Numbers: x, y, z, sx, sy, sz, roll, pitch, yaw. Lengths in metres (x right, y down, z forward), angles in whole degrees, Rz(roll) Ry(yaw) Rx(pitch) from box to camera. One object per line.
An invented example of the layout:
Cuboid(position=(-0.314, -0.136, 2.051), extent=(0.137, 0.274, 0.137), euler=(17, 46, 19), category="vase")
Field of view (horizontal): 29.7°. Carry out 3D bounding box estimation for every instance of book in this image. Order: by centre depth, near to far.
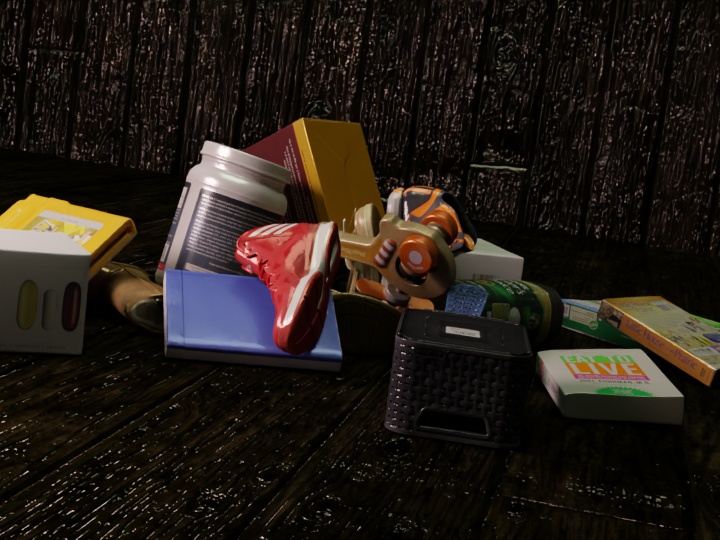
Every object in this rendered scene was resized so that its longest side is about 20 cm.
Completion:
Cuboid(position=(0.280, 0.133, 1.557), extent=(0.131, 0.049, 0.200), euler=(3, 10, -3), category="book")

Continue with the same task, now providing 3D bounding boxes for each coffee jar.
Cuboid(position=(0.179, 0.057, 1.832), extent=(0.198, 0.087, 0.104), euler=(2, 10, -40), category="coffee jar")

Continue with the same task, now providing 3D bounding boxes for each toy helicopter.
Cuboid(position=(0.026, -0.013, 1.678), extent=(0.197, 0.134, 0.079), euler=(14, 37, 24), category="toy helicopter")

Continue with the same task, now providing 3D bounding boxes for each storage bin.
Cuboid(position=(0.100, 0.105, 1.383), extent=(0.133, 0.095, 0.200), euler=(8, 7, 3), category="storage bin")

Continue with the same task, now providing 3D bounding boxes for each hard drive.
Cuboid(position=(-0.125, 0.056, 1.553), extent=(0.197, 0.026, 0.133), euler=(6, 38, -14), category="hard drive")

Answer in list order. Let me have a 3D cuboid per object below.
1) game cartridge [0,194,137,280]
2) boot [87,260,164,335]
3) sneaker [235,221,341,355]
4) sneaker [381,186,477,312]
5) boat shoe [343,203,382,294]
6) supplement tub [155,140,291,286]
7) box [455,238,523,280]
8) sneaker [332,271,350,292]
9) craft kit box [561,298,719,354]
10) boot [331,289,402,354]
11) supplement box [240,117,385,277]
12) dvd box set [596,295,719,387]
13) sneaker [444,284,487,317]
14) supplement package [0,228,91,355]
Cuboid(position=(-0.402, -0.022, 1.677), extent=(0.198, 0.033, 0.177), euler=(14, 47, 33), category="game cartridge")
Cuboid(position=(-0.304, 0.026, 1.663), extent=(0.173, 0.067, 0.199), euler=(2, 11, -28), category="boot")
Cuboid(position=(-0.096, 0.019, 1.551), extent=(0.114, 0.079, 0.201), euler=(3, 37, 14), category="sneaker")
Cuboid(position=(0.090, -0.007, 1.740), extent=(0.110, 0.204, 0.077), euler=(1, 2, 22), category="sneaker")
Cuboid(position=(0.000, 0.000, 1.772), extent=(0.062, 0.202, 0.074), euler=(3, 40, 6), category="boat shoe")
Cuboid(position=(-0.177, -0.053, 1.779), extent=(0.138, 0.203, 0.140), euler=(19, 1, 0), category="supplement tub")
Cuboid(position=(0.160, 0.006, 2.135), extent=(0.122, 0.099, 0.200), euler=(5, 9, -15), category="box")
Cuboid(position=(0.020, 0.031, 1.885), extent=(0.085, 0.079, 0.199), euler=(-8, -3, -35), category="sneaker")
Cuboid(position=(0.430, 0.084, 2.045), extent=(0.195, 0.049, 0.199), euler=(-1, 11, -32), category="craft kit box")
Cuboid(position=(-0.037, 0.054, 1.712), extent=(0.197, 0.074, 0.155), euler=(5, 6, 0), category="boot")
Cuboid(position=(-0.087, -0.085, 1.937), extent=(0.198, 0.200, 0.132), euler=(-23, -13, 36), category="supplement box")
Cuboid(position=(0.438, 0.093, 1.844), extent=(0.145, 0.030, 0.199), euler=(-1, 27, -45), category="dvd box set")
Cuboid(position=(0.107, 0.094, 1.595), extent=(0.069, 0.079, 0.200), euler=(12, 30, 18), category="sneaker")
Cuboid(position=(-0.405, 0.016, 1.461), extent=(0.197, 0.113, 0.155), euler=(3, 9, -24), category="supplement package")
